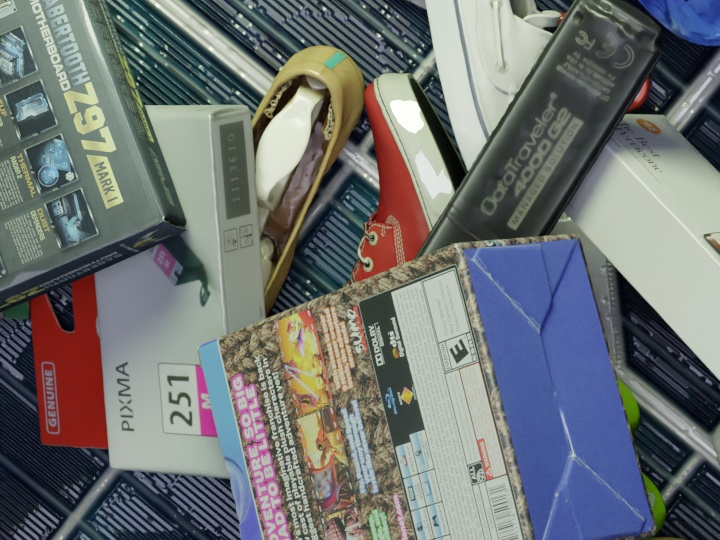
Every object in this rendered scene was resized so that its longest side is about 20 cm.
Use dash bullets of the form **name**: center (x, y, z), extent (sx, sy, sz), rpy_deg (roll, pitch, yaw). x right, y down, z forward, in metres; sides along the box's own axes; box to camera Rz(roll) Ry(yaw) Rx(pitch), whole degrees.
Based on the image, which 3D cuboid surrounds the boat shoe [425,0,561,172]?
- **boat shoe**: center (0.079, -0.124, 1.517), extent (0.065, 0.072, 0.201), rpy_deg (-12, 90, 18)

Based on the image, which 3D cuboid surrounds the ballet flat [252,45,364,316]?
- **ballet flat**: center (-0.062, -0.034, 1.566), extent (0.068, 0.063, 0.201), rpy_deg (25, 102, 4)

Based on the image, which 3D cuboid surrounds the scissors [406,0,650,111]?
- **scissors**: center (0.069, -0.143, 1.556), extent (0.200, 0.014, 0.073), rpy_deg (40, 105, 3)

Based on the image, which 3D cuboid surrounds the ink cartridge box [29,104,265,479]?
- **ink cartridge box**: center (-0.132, 0.010, 1.560), extent (0.173, 0.043, 0.201), rpy_deg (1, 99, 34)

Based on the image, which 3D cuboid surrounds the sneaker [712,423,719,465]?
- **sneaker**: center (0.238, 0.010, 1.530), extent (0.116, 0.074, 0.200), rpy_deg (45, 106, 15)

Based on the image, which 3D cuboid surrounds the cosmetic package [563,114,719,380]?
- **cosmetic package**: center (0.185, -0.003, 1.473), extent (0.200, 0.082, 0.051), rpy_deg (49, 120, 30)

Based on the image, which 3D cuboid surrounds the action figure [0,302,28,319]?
- **action figure**: center (-0.226, -0.074, 1.576), extent (0.054, 0.118, 0.201), rpy_deg (0, 88, 44)

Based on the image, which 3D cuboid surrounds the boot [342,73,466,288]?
- **boot**: center (0.000, 0.000, 1.560), extent (0.143, 0.072, 0.201), rpy_deg (-15, 99, 12)

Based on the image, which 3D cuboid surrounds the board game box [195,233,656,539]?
- **board game box**: center (0.030, 0.086, 1.436), extent (0.199, 0.097, 0.160), rpy_deg (-21, 79, 43)

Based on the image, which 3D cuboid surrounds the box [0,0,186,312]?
- **box**: center (-0.200, -0.085, 1.500), extent (0.157, 0.051, 0.201), rpy_deg (-23, 82, 10)

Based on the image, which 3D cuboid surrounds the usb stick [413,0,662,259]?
- **usb stick**: center (0.089, -0.054, 1.475), extent (0.055, 0.033, 0.201), rpy_deg (34, 112, 7)

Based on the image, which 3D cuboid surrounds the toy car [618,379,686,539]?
- **toy car**: center (0.155, 0.175, 1.544), extent (0.199, 0.158, 0.165), rpy_deg (24, 120, -21)

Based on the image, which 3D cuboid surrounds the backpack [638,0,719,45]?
- **backpack**: center (0.168, -0.214, 1.452), extent (0.162, 0.168, 0.200), rpy_deg (-38, 95, 19)
